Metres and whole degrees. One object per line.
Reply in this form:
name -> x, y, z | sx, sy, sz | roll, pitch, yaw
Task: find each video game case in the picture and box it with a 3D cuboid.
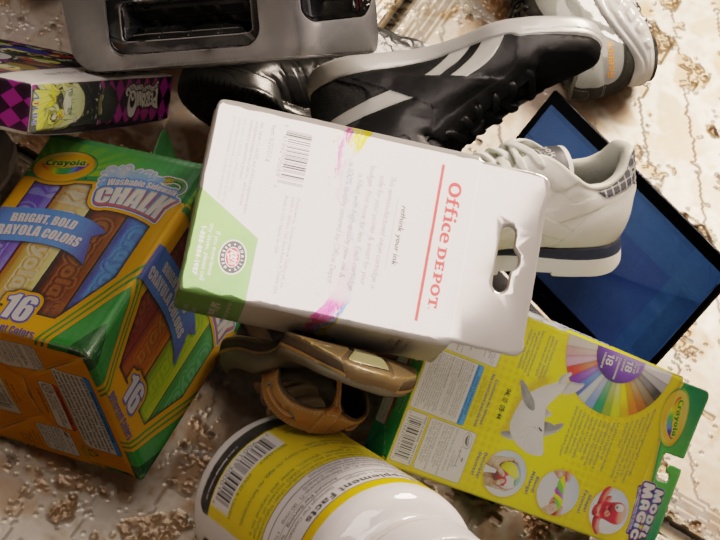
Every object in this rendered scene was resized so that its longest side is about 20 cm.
video game case -> -0.247, -0.124, 1.315 | 0.199, 0.036, 0.181 | 14, 11, 21

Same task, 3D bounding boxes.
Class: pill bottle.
pill bottle -> -0.006, 0.162, 1.180 | 0.114, 0.115, 0.200 | -22, 24, -23

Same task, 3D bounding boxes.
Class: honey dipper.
honey dipper -> -0.079, 0.014, 1.361 | 0.038, 0.038, 0.201 | -16, 62, -20

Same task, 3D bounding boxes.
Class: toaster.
toaster -> -0.097, -0.218, 1.297 | 0.199, 0.119, 0.182 | -1, 97, 20

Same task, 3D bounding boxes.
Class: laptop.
laptop -> 0.106, 0.016, 1.358 | 0.200, 0.103, 0.177 | -34, 70, -27

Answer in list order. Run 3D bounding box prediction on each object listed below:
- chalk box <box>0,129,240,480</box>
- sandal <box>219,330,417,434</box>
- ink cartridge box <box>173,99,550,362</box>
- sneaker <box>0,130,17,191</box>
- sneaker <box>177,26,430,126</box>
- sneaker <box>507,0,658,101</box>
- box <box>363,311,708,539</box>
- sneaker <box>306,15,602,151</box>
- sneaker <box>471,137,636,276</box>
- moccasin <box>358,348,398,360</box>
chalk box -> -0.150, 0.004, 1.280 | 0.123, 0.125, 0.200 | 13, 54, 26
sandal -> -0.029, 0.069, 1.220 | 0.080, 0.200, 0.054 | 14, 82, -25
ink cartridge box -> 0.001, -0.017, 1.204 | 0.199, 0.067, 0.118 | 13, 77, -5
sneaker -> -0.322, -0.082, 1.342 | 0.199, 0.082, 0.075 | 2, 58, -10
sneaker -> -0.023, -0.135, 1.454 | 0.199, 0.060, 0.105 | 16, 57, -7
sneaker -> 0.135, -0.208, 1.523 | 0.079, 0.074, 0.201 | -26, 67, -19
box -> 0.114, 0.093, 1.289 | 0.199, 0.048, 0.118 | 22, 89, -19
sneaker -> 0.069, -0.094, 1.368 | 0.199, 0.073, 0.113 | -12, 70, 8
sneaker -> 0.078, -0.044, 1.292 | 0.199, 0.081, 0.076 | -4, 34, -24
moccasin -> 0.001, 0.000, 1.333 | 0.201, 0.078, 0.074 | 41, 29, 22
